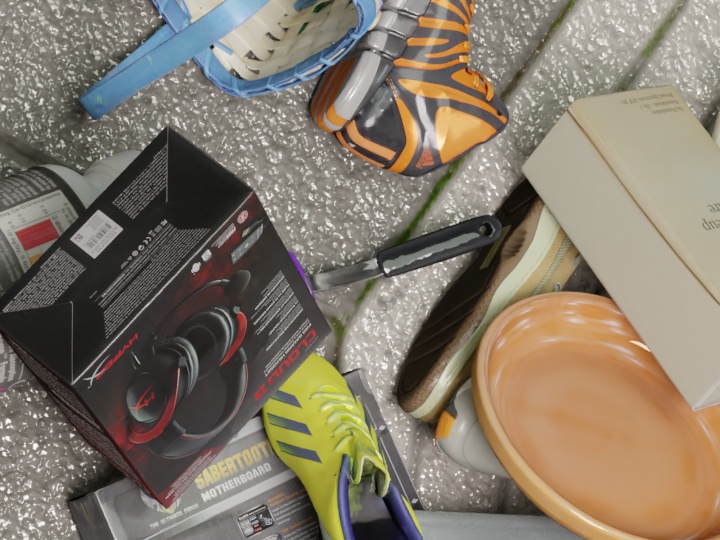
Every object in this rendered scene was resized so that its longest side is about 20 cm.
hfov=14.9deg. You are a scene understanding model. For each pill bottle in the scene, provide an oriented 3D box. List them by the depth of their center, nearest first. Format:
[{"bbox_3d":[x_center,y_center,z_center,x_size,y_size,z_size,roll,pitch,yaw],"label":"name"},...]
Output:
[{"bbox_3d":[-0.203,0.006,1.599,0.200,0.116,0.116,-23,89,-27],"label":"pill bottle"}]

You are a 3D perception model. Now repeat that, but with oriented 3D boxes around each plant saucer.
[{"bbox_3d":[0.155,0.099,1.679,0.200,0.037,0.200,17,43,-16],"label":"plant saucer"}]

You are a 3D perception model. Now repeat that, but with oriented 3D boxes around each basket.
[{"bbox_3d":[-0.068,-0.173,1.667,0.200,0.176,0.139,-41,101,-38],"label":"basket"}]

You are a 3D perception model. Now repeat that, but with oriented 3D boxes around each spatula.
[{"bbox_3d":[0.000,0.000,1.733,0.200,0.021,0.057,-19,81,-20],"label":"spatula"}]

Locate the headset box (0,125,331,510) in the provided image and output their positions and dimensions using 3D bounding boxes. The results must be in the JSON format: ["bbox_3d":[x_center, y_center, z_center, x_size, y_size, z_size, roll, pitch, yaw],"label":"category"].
[{"bbox_3d":[-0.107,0.034,1.560,0.075,0.200,0.149,37,76,28],"label":"headset box"}]

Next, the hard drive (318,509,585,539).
[{"bbox_3d":[0.072,0.218,1.675,0.200,0.033,0.140,5,76,-25],"label":"hard drive"}]

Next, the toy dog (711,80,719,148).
[{"bbox_3d":[0.321,-0.068,1.852,0.194,0.140,0.200,33,66,-25],"label":"toy dog"}]

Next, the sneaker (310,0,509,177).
[{"bbox_3d":[0.055,-0.150,1.785,0.112,0.078,0.200,33,78,-20],"label":"sneaker"}]

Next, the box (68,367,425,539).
[{"bbox_3d":[-0.056,0.170,1.669,0.200,0.048,0.158,-25,90,-28],"label":"box"}]

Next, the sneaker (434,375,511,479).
[{"bbox_3d":[0.141,0.114,1.723,0.200,0.092,0.076,11,108,-34],"label":"sneaker"}]

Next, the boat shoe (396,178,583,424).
[{"bbox_3d":[0.099,0.028,1.763,0.076,0.072,0.200,43,64,-17],"label":"boat shoe"}]

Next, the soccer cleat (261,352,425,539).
[{"bbox_3d":[-0.006,0.114,1.603,0.065,0.084,0.200,-9,52,-19],"label":"soccer cleat"}]

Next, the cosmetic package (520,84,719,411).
[{"bbox_3d":[0.203,-0.017,1.737,0.104,0.073,0.200,-13,59,-44],"label":"cosmetic package"}]
